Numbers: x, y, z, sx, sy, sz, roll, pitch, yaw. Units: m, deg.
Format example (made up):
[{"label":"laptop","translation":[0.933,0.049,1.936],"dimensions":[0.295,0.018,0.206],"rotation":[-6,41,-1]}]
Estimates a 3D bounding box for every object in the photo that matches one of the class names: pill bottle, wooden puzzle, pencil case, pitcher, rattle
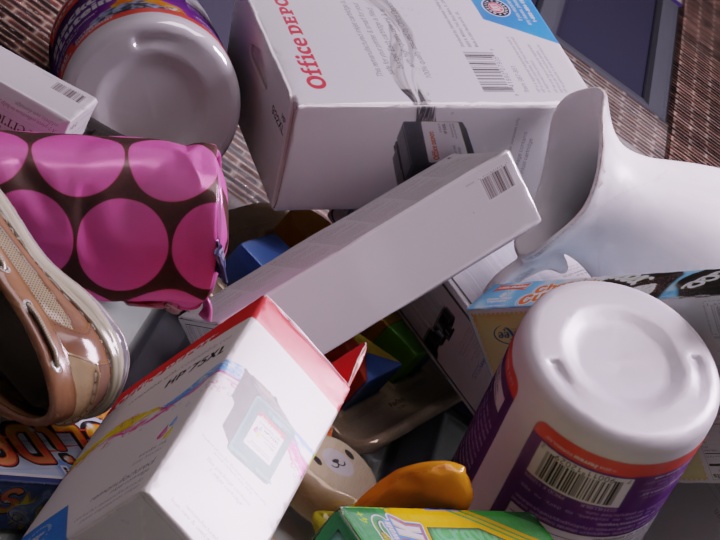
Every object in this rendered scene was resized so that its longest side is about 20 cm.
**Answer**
[{"label":"pill bottle","translation":[-0.143,-0.130,1.456],"dimensions":[0.111,0.112,0.200],"rotation":[29,11,-19]},{"label":"pill bottle","translation":[0.107,0.111,1.232],"dimensions":[0.110,0.201,0.112],"rotation":[11,46,-12]},{"label":"wooden puzzle","translation":[-0.026,0.022,1.431],"dimensions":[0.200,0.046,0.185],"rotation":[42,21,11]},{"label":"pencil case","translation":[-0.168,-0.025,1.204],"dimensions":[0.198,0.095,0.091],"rotation":[4,16,-8]},{"label":"pitcher","translation":[0.179,0.009,1.383],"dimensions":[0.199,0.173,0.121],"rotation":[28,4,-19]},{"label":"rattle","translation":[-0.011,0.093,1.222],"dimensions":[0.129,0.144,0.201],"rotation":[15,32,-3]}]

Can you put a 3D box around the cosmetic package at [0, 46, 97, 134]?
[{"label":"cosmetic package","translation":[-0.254,-0.103,1.266],"dimensions":[0.199,0.083,0.051],"rotation":[29,24,2]}]

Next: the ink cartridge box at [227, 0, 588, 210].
[{"label":"ink cartridge box","translation":[0.026,-0.111,1.436],"dimensions":[0.198,0.084,0.146],"rotation":[-1,38,-20]}]

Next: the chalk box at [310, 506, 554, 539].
[{"label":"chalk box","translation":[0.022,0.196,1.081],"dimensions":[0.199,0.124,0.125],"rotation":[8,36,-50]}]

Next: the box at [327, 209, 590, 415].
[{"label":"box","translation":[0.082,0.005,1.459],"dimensions":[0.116,0.060,0.200],"rotation":[-19,60,-36]}]

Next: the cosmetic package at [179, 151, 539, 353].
[{"label":"cosmetic package","translation":[0.000,0.000,1.313],"dimensions":[0.051,0.199,0.082],"rotation":[63,-17,-13]}]

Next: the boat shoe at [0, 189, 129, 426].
[{"label":"boat shoe","translation":[-0.199,0.000,1.105],"dimensions":[0.200,0.076,0.072],"rotation":[39,24,7]}]

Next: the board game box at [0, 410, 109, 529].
[{"label":"board game box","translation":[-0.203,0.067,1.114],"dimensions":[0.199,0.035,0.136],"rotation":[10,35,-49]}]

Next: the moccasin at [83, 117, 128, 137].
[{"label":"moccasin","translation":[-0.180,-0.058,1.337],"dimensions":[0.200,0.078,0.074],"rotation":[20,38,7]}]

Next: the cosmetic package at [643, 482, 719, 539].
[{"label":"cosmetic package","translation":[0.247,0.161,1.376],"dimensions":[0.198,0.200,0.123],"rotation":[12,35,-45]}]

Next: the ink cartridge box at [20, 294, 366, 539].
[{"label":"ink cartridge box","translation":[-0.080,0.091,1.075],"dimensions":[0.067,0.116,0.200],"rotation":[48,34,-13]}]

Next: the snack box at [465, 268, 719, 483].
[{"label":"snack box","translation":[0.160,0.061,1.274],"dimensions":[0.037,0.199,0.117],"rotation":[-37,114,-42]}]
